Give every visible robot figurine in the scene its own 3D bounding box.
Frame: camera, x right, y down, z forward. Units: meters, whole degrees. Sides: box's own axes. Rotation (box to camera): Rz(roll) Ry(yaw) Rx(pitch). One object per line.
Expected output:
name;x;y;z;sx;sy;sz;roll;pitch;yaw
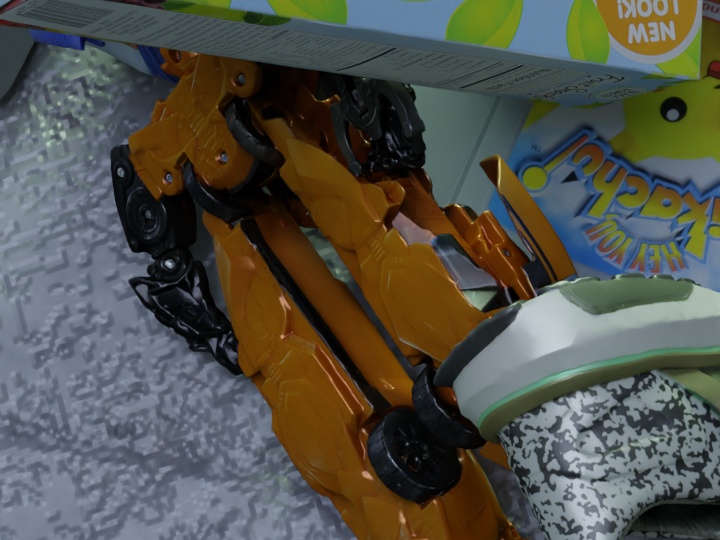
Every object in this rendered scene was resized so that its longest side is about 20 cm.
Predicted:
robot figurine;0.000;0.000;0.892;0.200;0.058;0.145;56;131;18

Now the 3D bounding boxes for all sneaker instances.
sneaker;0.117;0.052;0.807;0.200;0.077;0.089;-3;69;-26

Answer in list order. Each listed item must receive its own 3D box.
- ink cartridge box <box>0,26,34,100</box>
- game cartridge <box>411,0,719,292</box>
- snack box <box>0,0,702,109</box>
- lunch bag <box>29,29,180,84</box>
ink cartridge box;-0.204;-0.149;0.964;0.200;0.145;0.084;23;77;18
game cartridge;0.104;-0.041;0.922;0.200;0.040;0.134;20;80;18
snack box;0.001;-0.142;0.810;0.200;0.068;0.169;7;82;-25
lunch bag;-0.064;-0.155;0.911;0.075;0.200;0.160;21;69;25
